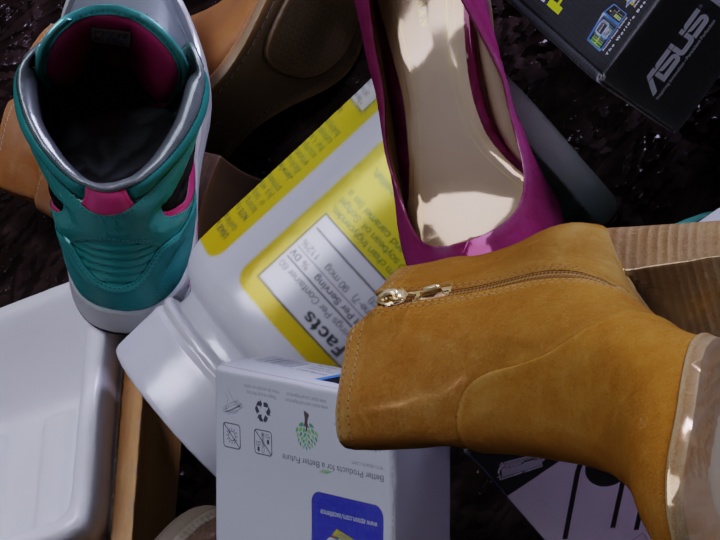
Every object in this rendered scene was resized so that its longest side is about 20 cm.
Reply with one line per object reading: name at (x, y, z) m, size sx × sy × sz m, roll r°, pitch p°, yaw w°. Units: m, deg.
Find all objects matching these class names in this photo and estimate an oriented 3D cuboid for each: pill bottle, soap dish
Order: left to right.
soap dish at (-0.169, 0.102, 1.286) m, size 0.200 × 0.081 × 0.158 m, roll -20°, pitch 47°, yaw 25°
pill bottle at (0.000, 0.000, 1.206) m, size 0.200 × 0.114 × 0.114 m, roll -42°, pitch 41°, yaw 3°

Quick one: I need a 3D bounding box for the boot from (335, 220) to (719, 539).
boot at (0.060, 0.049, 0.969) m, size 0.144 × 0.071 × 0.201 m, roll -12°, pitch 27°, yaw 16°

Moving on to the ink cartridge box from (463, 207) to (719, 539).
ink cartridge box at (0.141, 0.032, 1.076) m, size 0.200 × 0.094 × 0.044 m, roll -35°, pitch 28°, yaw 11°

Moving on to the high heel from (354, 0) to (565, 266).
high heel at (0.027, -0.058, 1.090) m, size 0.067 × 0.096 × 0.200 m, roll -21°, pitch 57°, yaw 15°

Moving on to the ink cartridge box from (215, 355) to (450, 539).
ink cartridge box at (-0.012, 0.138, 1.114) m, size 0.099 × 0.039 × 0.201 m, roll 10°, pitch 102°, yaw 43°

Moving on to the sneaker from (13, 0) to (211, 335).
sneaker at (-0.107, -0.086, 1.249) m, size 0.083 × 0.121 × 0.200 m, roll -4°, pitch 55°, yaw -3°

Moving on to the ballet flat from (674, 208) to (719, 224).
ballet flat at (0.160, -0.005, 1.123) m, size 0.200 × 0.073 × 0.073 m, roll -30°, pitch 43°, yaw 8°

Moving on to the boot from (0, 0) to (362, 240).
boot at (-0.087, -0.103, 1.391) m, size 0.155 × 0.077 × 0.200 m, roll 16°, pitch 82°, yaw 40°

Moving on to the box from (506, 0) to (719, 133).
box at (0.138, -0.169, 1.130) m, size 0.200 × 0.044 × 0.160 m, roll -54°, pitch 28°, yaw 10°

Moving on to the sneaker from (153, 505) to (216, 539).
sneaker at (-0.081, 0.196, 1.165) m, size 0.075 × 0.070 × 0.200 m, roll 21°, pitch 76°, yaw 27°
